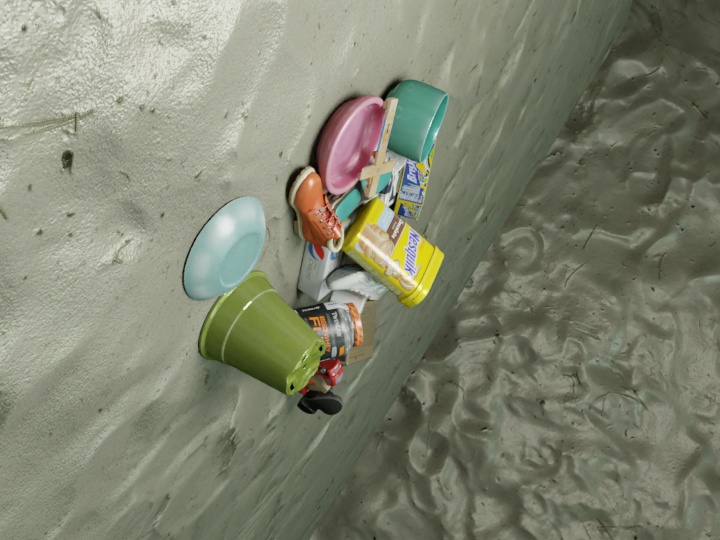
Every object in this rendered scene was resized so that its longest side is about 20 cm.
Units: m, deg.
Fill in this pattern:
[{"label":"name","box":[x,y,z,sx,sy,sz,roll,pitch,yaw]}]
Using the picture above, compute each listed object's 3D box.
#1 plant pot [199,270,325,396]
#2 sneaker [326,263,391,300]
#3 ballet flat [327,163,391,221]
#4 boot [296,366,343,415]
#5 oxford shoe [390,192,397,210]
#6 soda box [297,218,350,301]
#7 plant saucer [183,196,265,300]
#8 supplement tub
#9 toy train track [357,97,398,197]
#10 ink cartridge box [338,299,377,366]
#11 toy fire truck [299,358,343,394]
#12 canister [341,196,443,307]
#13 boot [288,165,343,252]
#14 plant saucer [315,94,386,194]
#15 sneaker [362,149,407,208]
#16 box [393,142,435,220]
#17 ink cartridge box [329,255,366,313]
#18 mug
[{"label":"plant pot","box":[-0.173,0.137,1.260,0.201,0.188,0.201,-49,160,-24]},{"label":"sneaker","box":[0.015,0.027,1.455,0.196,0.074,0.089,-8,107,-28]},{"label":"ballet flat","box":[-0.016,-0.172,1.387,0.199,0.066,0.069,-41,129,-34]},{"label":"boot","box":[-0.087,0.304,1.809,0.198,0.069,0.176,-15,-143,49]},{"label":"oxford shoe","box":[0.062,-0.133,1.626,0.072,0.071,0.200,-61,172,26]},{"label":"soda box","box":[-0.081,-0.034,1.435,0.068,0.063,0.203,-39,153,-45]},{"label":"plant saucer","box":[-0.217,-0.027,1.123,0.202,0.038,0.202,-50,160,-25]},{"label":"supplement tub","box":[-0.100,0.138,1.433,0.196,0.124,0.124,-13,144,-17]},{"label":"toy train track","box":[0.033,-0.245,1.304,0.114,0.032,0.204,-24,136,-50]},{"label":"ink cartridge box","box":[-0.023,0.161,1.792,0.199,0.073,0.169,3,93,-70]},{"label":"toy fire truck","box":[-0.116,0.272,1.702,0.049,0.197,0.143,-44,129,-34]},{"label":"canister","box":[0.067,-0.040,1.402,0.086,0.199,0.150,-29,-153,53]},{"label":"boot","box":[-0.076,-0.113,1.259,0.075,0.106,0.201,-48,158,-23]},{"label":"plant saucer","box":[-0.023,-0.248,1.272,0.201,0.050,0.202,-51,161,-24]},{"label":"sneaker","box":[0.055,-0.213,1.510,0.130,0.078,0.204,121,-18,-85]},{"label":"box","box":[0.130,-0.227,1.564,0.070,0.063,0.204,104,0,-63]},{"label":"ink cartridge box","box":[0.000,0.000,1.574,0.146,0.083,0.204,81,29,-86]},{"label":"mug","box":[0.104,-0.311,1.390,0.186,0.112,0.154,92,24,-68]}]
